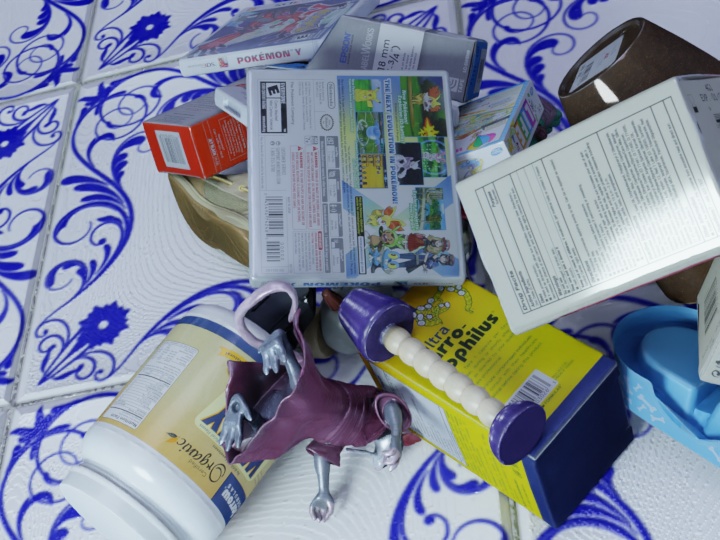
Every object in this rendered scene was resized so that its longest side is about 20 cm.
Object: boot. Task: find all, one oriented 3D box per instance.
[{"bbox_3d":[-0.104,-0.089,1.314,0.155,0.073,0.200,-34,35,-20],"label":"boot"}]

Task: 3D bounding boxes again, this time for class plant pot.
[{"bbox_3d":[0.265,-0.108,1.049,0.187,0.200,0.187,-43,14,14],"label":"plant pot"}]

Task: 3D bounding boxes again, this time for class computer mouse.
[{"bbox_3d":[-0.073,0.003,1.146,0.046,0.200,0.141,12,49,-23],"label":"computer mouse"}]

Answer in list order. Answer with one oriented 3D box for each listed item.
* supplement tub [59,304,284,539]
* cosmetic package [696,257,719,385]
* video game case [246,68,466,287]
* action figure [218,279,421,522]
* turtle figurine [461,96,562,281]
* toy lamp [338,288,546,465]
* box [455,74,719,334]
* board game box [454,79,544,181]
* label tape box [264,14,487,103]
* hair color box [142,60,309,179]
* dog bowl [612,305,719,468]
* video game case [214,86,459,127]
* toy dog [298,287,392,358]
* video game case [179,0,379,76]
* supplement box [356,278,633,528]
[{"bbox_3d":[-0.149,0.146,1.074,0.144,0.145,0.200,20,60,33],"label":"supplement tub"},{"bbox_3d":[0.364,0.051,0.951,0.198,0.071,0.106,15,41,3],"label":"cosmetic package"},{"bbox_3d":[-0.006,-0.082,1.068,0.181,0.022,0.202,0,68,-6],"label":"video game case"},{"bbox_3d":[-0.031,0.116,1.034,0.134,0.199,0.150,-33,56,32],"label":"action figure"},{"bbox_3d":[0.148,-0.081,1.197,0.148,0.101,0.201,-8,42,14],"label":"turtle figurine"},{"bbox_3d":[0.057,0.074,0.969,0.058,0.058,0.200,-42,50,-17],"label":"toy lamp"},{"bbox_3d":[0.195,-0.049,0.944,0.199,0.109,0.129,-24,84,36],"label":"box"},{"bbox_3d":[0.066,-0.107,1.175,0.199,0.034,0.135,-17,24,29],"label":"board game box"},{"bbox_3d":[0.020,-0.217,1.239,0.198,0.064,0.144,12,11,8],"label":"label tape box"},{"bbox_3d":[-0.122,-0.165,1.337,0.199,0.062,0.101,-30,26,-32],"label":"hair color box"},{"bbox_3d":[0.288,0.101,0.986,0.111,0.050,0.200,-28,47,-35],"label":"dog bowl"},{"bbox_3d":[-0.028,-0.160,1.206,0.198,0.023,0.182,-3,15,-17],"label":"video game case"},{"bbox_3d":[0.000,0.000,1.177,0.131,0.097,0.201,-11,47,11],"label":"toy dog"},{"bbox_3d":[-0.090,-0.279,1.442,0.181,0.023,0.200,-4,27,22],"label":"video game case"},{"bbox_3d":[0.112,0.100,1.038,0.199,0.109,0.110,30,66,37],"label":"supplement box"}]
